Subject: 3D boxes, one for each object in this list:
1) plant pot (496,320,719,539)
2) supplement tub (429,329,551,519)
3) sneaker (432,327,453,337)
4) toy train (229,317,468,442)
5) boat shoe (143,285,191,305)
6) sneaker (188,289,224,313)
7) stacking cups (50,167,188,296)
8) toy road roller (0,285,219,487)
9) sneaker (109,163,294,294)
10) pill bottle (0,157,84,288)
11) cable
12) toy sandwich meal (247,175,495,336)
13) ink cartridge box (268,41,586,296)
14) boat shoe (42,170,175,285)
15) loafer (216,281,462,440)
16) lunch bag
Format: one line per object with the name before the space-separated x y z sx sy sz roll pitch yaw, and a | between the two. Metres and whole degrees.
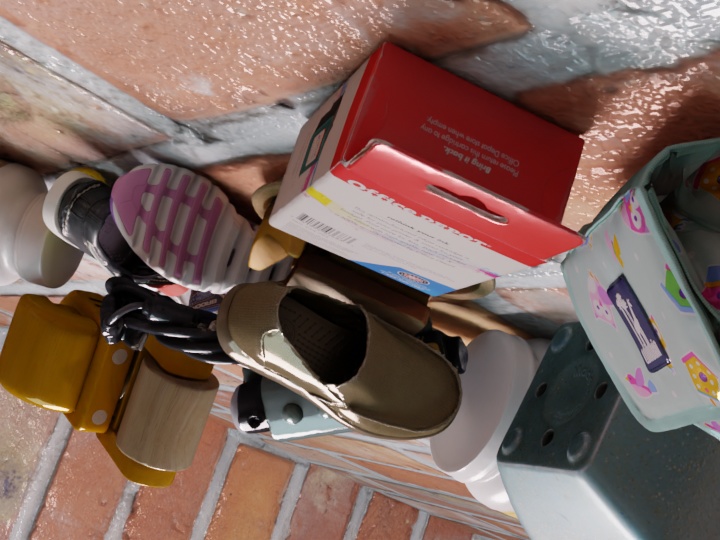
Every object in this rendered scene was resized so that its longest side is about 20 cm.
plant pot | 0.214 0.132 0.809 0.199 0.197 0.196 36 162 -17
supplement tub | 0.172 0.145 0.977 0.198 0.147 0.145 26 165 -20
sneaker | 0.033 0.083 1.054 0.197 0.081 0.077 9 -150 -2
toy train | -0.011 0.091 0.962 0.197 0.086 0.114 -9 -165 15
boat shoe | -0.205 0.025 1.225 0.071 0.069 0.200 15 163 20
sneaker | -0.076 0.054 1.121 0.197 0.086 0.077 17 166 12
stacking cups | -0.206 -0.029 1.065 0.060 0.061 0.200 14 168 22
toy road roller | -0.228 0.090 1.028 0.145 0.124 0.199 12 -166 -38
sneaker | -0.116 -0.018 0.931 0.199 0.081 0.088 28 172 -31
pill bottle | -0.351 -0.052 1.059 0.197 0.112 0.111 17 166 13
cable | -0.120 0.040 0.909 0.161 0.052 0.200 10 178 -10
toy sandwich meal | 0.000 0.000 0.832 0.202 0.071 0.205 19 166 5
ink cartridge box | 0.034 -0.048 0.607 0.115 0.068 0.200 23 166 -14
boat shoe | -0.183 -0.020 0.972 0.060 0.076 0.200 28 -178 26
loafer | -0.004 0.065 0.811 0.198 0.077 0.067 23 162 -26
lunch bag | 0.193 0.025 0.551 0.198 0.123 0.170 28 169 5
